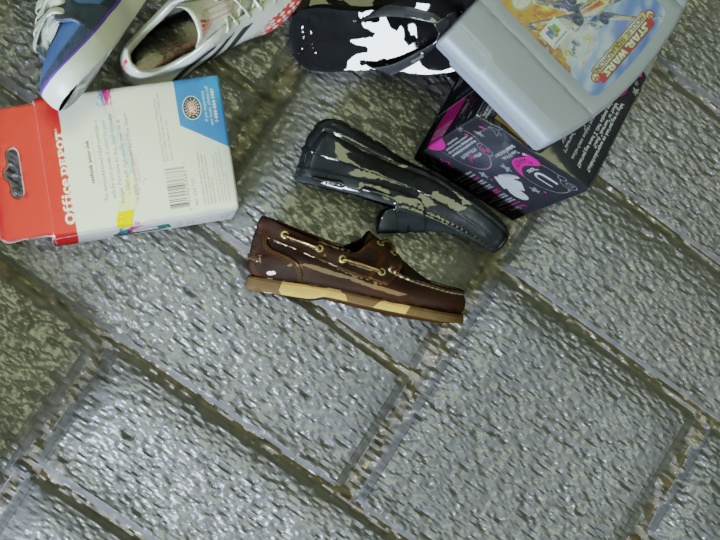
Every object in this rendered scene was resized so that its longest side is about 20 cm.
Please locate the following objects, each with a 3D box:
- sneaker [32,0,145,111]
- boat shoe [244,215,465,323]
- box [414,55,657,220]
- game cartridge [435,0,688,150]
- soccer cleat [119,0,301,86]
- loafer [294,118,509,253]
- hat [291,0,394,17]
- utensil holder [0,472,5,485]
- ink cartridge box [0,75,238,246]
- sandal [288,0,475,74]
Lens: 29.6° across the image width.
[{"bbox_3d":[-0.254,-0.233,1.102,0.146,0.080,0.201,35,47,-14],"label":"sneaker"},{"bbox_3d":[0.000,0.000,1.182,0.197,0.070,0.072,12,88,-10],"label":"boat shoe"},{"bbox_3d":[0.145,-0.136,1.155,0.114,0.200,0.133,31,79,-8],"label":"box"},{"bbox_3d":[0.167,-0.197,1.046,0.133,0.042,0.200,42,77,-1],"label":"game cartridge"},{"bbox_3d":[-0.119,-0.220,1.154,0.198,0.085,0.069,-33,94,0],"label":"soccer cleat"},{"bbox_3d":[0.036,-0.062,1.199,0.198,0.068,0.071,28,89,-3],"label":"loafer"},{"bbox_3d":[-0.008,-0.318,1.199,0.197,0.081,0.204,1,86,-12],"label":"hat"},{"bbox_3d":[-0.397,0.122,1.049,0.169,0.170,0.202,-30,89,-12],"label":"utensil holder"},{"bbox_3d":[-0.210,-0.089,1.149,0.197,0.067,0.118,-9,87,-12],"label":"ink cartridge box"},{"bbox_3d":[0.027,-0.199,1.163,0.197,0.043,0.077,-5,109,26],"label":"sandal"}]
